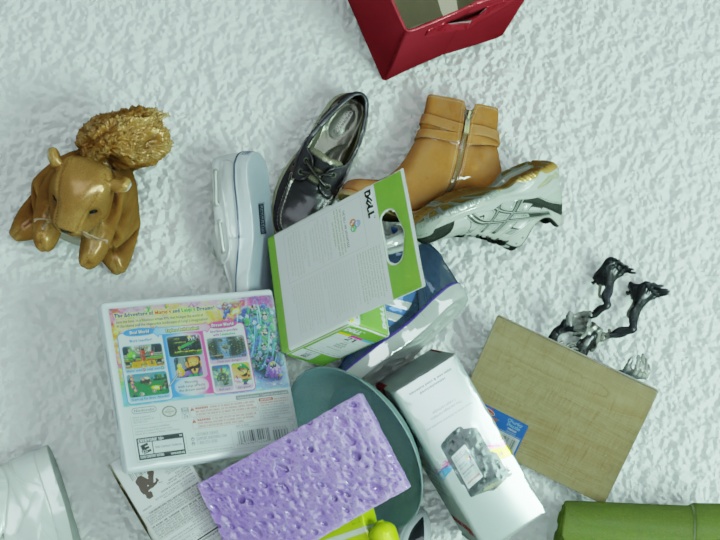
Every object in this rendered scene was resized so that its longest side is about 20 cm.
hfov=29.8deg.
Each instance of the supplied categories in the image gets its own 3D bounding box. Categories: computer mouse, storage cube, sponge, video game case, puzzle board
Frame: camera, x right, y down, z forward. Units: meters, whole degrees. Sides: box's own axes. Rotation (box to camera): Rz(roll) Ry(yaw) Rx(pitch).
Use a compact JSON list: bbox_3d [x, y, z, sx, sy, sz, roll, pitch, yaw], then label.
[{"bbox_3d":[0.047,0.362,1.508,0.044,0.110,0.201,6,71,-14],"label":"computer mouse"},{"bbox_3d":[0.080,-0.356,1.590,0.170,0.180,0.201,-22,83,-11],"label":"storage cube"},{"bbox_3d":[-0.059,0.225,1.411,0.199,0.030,0.112,-29,83,3],"label":"sponge"},{"bbox_3d":[-0.173,0.116,1.460,0.199,0.024,0.183,-4,72,-26],"label":"video game case"},{"bbox_3d":[0.219,0.158,1.552,0.199,0.017,0.151,25,108,10],"label":"puzzle board"}]

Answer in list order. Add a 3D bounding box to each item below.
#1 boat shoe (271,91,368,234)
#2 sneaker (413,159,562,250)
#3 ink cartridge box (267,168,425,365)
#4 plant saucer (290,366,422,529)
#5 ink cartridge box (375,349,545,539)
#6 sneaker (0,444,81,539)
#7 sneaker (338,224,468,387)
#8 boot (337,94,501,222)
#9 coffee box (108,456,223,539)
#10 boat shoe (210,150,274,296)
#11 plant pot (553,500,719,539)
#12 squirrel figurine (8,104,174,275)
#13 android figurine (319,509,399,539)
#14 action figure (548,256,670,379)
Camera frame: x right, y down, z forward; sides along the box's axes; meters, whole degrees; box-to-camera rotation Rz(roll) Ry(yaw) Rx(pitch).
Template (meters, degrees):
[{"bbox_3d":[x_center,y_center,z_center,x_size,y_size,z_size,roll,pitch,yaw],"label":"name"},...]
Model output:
[{"bbox_3d":[-0.046,-0.125,1.591,0.072,0.065,0.201,29,78,-3],"label":"boat shoe"},{"bbox_3d":[0.153,-0.057,1.558,0.199,0.076,0.088,-21,108,-19],"label":"sneaker"},{"bbox_3d":[0.000,0.000,1.494,0.199,0.076,0.149,-25,60,31],"label":"ink cartridge box"},{"bbox_3d":[0.002,0.189,1.493,0.039,0.201,0.202,-30,84,-40],"label":"plant saucer"},{"bbox_3d":[0.108,0.195,1.500,0.083,0.146,0.201,-31,93,-7],"label":"ink cartridge box"},{"bbox_3d":[-0.365,0.304,1.475,0.115,0.074,0.201,-18,73,-8],"label":"sneaker"},{"bbox_3d":[0.012,0.039,1.574,0.200,0.081,0.147,-40,70,0],"label":"sneaker"},{"bbox_3d":[0.075,-0.133,1.596,0.199,0.077,0.156,7,85,-12],"label":"boot"},{"bbox_3d":[-0.190,0.279,1.477,0.080,0.113,0.201,-31,86,-13],"label":"coffee box"},{"bbox_3d":[-0.140,-0.036,1.569,0.065,0.073,0.201,-2,86,25],"label":"boat shoe"},{"bbox_3d":[0.308,0.335,1.510,0.189,0.200,0.201,10,79,8],"label":"plant pot"},{"bbox_3d":[-0.295,-0.105,1.493,0.141,0.187,0.201,26,78,-2],"label":"squirrel figurine"},{"bbox_3d":[-0.031,0.325,1.488,0.181,0.041,0.201,-21,78,26],"label":"android figurine"},{"bbox_3d":[0.275,0.084,1.579,0.119,0.102,0.201,35,76,-12],"label":"action figure"}]
